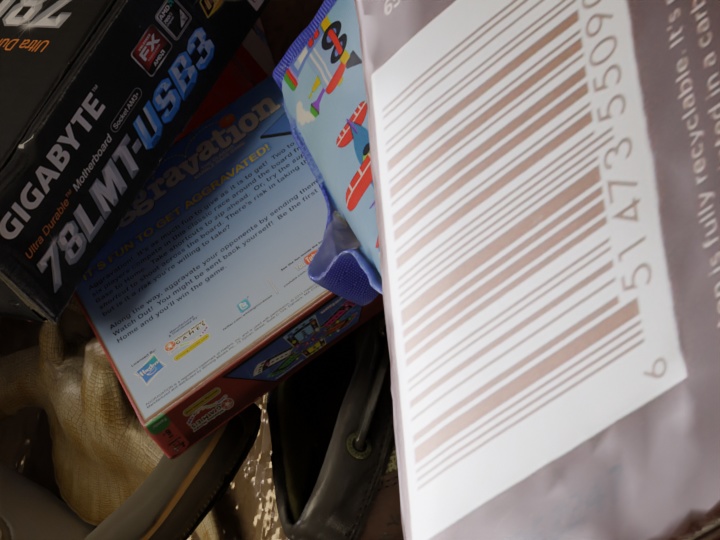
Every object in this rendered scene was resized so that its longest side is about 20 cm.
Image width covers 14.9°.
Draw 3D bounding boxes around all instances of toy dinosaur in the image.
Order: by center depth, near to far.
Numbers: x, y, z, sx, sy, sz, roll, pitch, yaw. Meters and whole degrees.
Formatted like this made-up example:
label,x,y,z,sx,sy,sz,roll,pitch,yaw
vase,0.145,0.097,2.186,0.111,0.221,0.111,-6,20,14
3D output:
label,x,y,z,sx,sy,sz,roll,pitch,yaw
toy dinosaur,-0.080,0.045,0.959,0.200,0.058,0.102,28,110,47

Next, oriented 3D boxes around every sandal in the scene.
label,x,y,z,sx,sy,sz,roll,pitch,yaw
sandal,-0.107,0.104,0.806,0.200,0.055,0.082,-50,0,-10

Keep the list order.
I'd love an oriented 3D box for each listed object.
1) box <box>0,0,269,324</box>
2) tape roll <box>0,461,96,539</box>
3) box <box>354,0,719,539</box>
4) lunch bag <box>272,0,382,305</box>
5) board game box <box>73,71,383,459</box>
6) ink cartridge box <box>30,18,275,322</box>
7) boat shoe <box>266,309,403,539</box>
label,x,y,z,sx,sy,sz,roll,pitch,yaw
box,-0.112,-0.080,0.874,0.200,0.050,0.199,6,55,50
tape roll,-0.172,0.085,0.924,0.203,0.202,0.037,35,102,55
box,0.127,-0.001,0.536,0.164,0.199,0.167,-37,47,40
lunch bag,0.059,-0.067,0.728,0.200,0.094,0.151,-49,35,12
board game box,0.006,-0.036,0.805,0.200,0.019,0.103,-35,41,1
ink cartridge box,-0.094,-0.065,0.942,0.116,0.067,0.200,-35,33,12
boat shoe,0.000,0.000,0.838,0.073,0.065,0.201,-42,43,38
